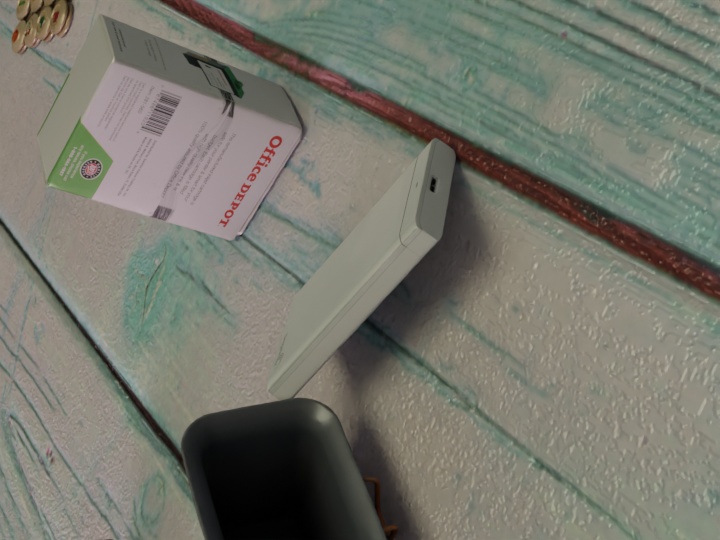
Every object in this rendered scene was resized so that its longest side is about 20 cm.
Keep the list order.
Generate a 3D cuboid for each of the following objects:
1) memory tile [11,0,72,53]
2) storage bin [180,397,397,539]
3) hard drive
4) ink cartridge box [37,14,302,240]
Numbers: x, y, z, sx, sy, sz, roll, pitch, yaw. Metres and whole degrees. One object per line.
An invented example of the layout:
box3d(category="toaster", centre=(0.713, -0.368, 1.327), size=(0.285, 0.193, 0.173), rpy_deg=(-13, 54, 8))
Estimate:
box3d(category="memory tile", centre=(-0.455, -0.399, 1.716), size=(0.200, 0.017, 0.154), rpy_deg=(-2, 77, 53))
box3d(category="storage bin", centre=(-0.051, 0.218, 0.901), size=(0.135, 0.145, 0.200), rpy_deg=(100, 154, -44))
box3d(category="hard drive", centre=(0.000, 0.000, 0.931), size=(0.200, 0.027, 0.132), rpy_deg=(-49, 15, 33))
box3d(category="ink cartridge box", centre=(-0.177, -0.128, 1.110), size=(0.146, 0.199, 0.085), rpy_deg=(-54, 39, 25))
